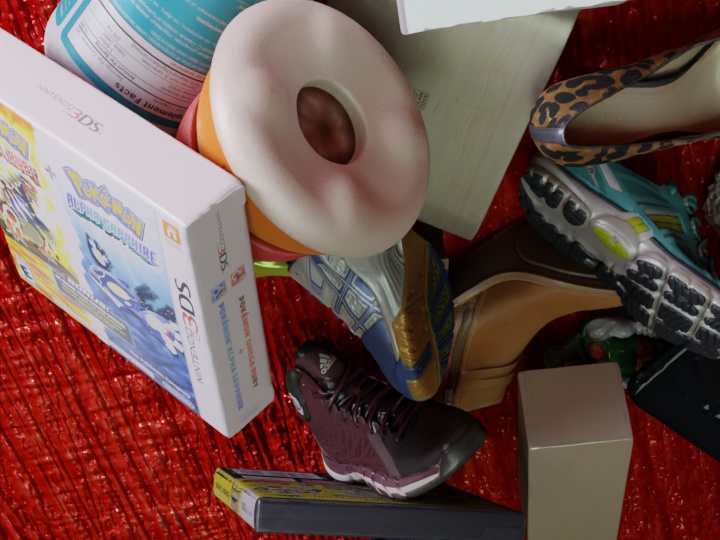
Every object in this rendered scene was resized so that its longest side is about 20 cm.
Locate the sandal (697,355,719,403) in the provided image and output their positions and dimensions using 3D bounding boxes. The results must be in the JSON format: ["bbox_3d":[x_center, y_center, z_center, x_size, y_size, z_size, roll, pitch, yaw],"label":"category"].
[{"bbox_3d":[0.284,0.015,0.802,0.075,0.043,0.201,5,124,-5],"label":"sandal"}]

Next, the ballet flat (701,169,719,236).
[{"bbox_3d":[0.291,-0.091,0.793,0.071,0.072,0.201,11,127,-9],"label":"ballet flat"}]

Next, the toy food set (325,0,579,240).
[{"bbox_3d":[0.039,-0.123,0.777,0.142,0.061,0.201,21,125,-2],"label":"toy food set"}]

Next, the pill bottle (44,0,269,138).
[{"bbox_3d":[-0.110,-0.150,0.710,0.110,0.111,0.200,32,122,-24],"label":"pill bottle"}]

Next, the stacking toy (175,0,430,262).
[{"bbox_3d":[-0.071,-0.052,0.704,0.146,0.147,0.199,37,141,-26],"label":"stacking toy"}]

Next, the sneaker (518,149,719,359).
[{"bbox_3d":[0.196,-0.020,0.790,0.200,0.080,0.078,44,160,11],"label":"sneaker"}]

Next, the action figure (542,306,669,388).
[{"bbox_3d":[0.237,0.059,0.919,0.198,0.055,0.119,-5,125,5],"label":"action figure"}]

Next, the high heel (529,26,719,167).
[{"bbox_3d":[0.201,-0.100,0.712,0.198,0.143,0.072,-8,105,22],"label":"high heel"}]

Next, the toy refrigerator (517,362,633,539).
[{"bbox_3d":[0.162,0.147,0.946,0.075,0.070,0.201,-6,146,4],"label":"toy refrigerator"}]

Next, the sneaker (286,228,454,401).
[{"bbox_3d":[0.000,0.000,0.807,0.088,0.075,0.201,-2,124,30],"label":"sneaker"}]

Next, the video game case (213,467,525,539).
[{"bbox_3d":[-0.001,0.178,0.930,0.198,0.181,0.026,6,86,-16],"label":"video game case"}]

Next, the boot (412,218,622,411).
[{"bbox_3d":[0.109,0.041,0.893,0.198,0.074,0.156,4,129,9],"label":"boot"}]

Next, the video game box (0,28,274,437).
[{"bbox_3d":[-0.139,-0.019,0.691,0.199,0.047,0.183,32,145,27],"label":"video game box"}]

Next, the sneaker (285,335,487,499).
[{"bbox_3d":[0.000,0.099,0.887,0.116,0.076,0.200,55,151,-12],"label":"sneaker"}]

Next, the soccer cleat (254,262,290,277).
[{"bbox_3d":[-0.112,-0.016,0.857,0.198,0.065,0.084,-1,152,-4],"label":"soccer cleat"}]

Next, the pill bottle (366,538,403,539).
[{"bbox_3d":[0.018,0.290,1.058,0.199,0.112,0.112,-27,124,19],"label":"pill bottle"}]

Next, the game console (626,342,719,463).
[{"bbox_3d":[0.318,0.066,0.877,0.176,0.031,0.200,31,117,-26],"label":"game console"}]

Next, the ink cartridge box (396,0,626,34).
[{"bbox_3d":[0.075,-0.239,0.597,0.145,0.147,0.201,-8,116,4],"label":"ink cartridge box"}]
